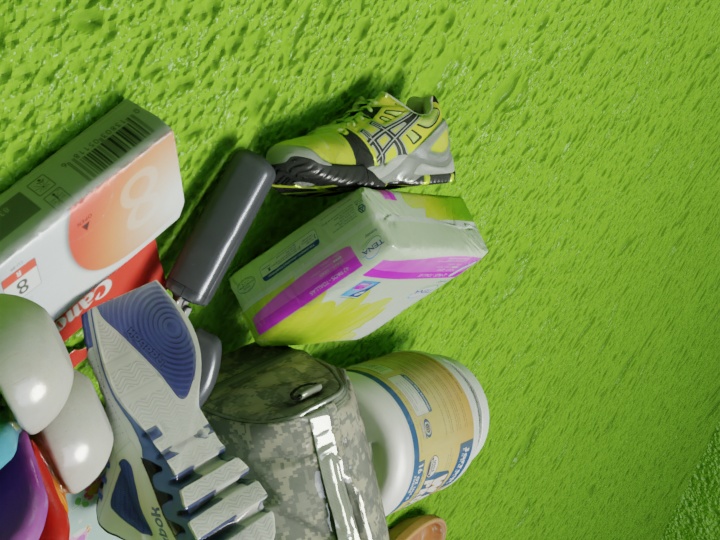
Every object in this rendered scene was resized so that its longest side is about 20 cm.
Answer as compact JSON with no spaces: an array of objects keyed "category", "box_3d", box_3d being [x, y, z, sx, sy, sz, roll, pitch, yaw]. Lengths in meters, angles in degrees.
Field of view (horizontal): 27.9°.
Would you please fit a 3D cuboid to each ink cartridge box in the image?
[{"category":"ink cartridge box","box_3d":[-0.182,0.009,0.950,0.162,0.050,0.201,-43,150,-27]}]

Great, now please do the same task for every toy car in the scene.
[{"category":"toy car","box_3d":[-0.230,0.123,0.832,0.174,0.151,0.201,-23,150,-7]}]

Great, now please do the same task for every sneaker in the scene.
[{"category":"sneaker","box_3d":[-0.004,-0.100,1.145,0.199,0.075,0.077,-8,93,-51]},{"category":"sneaker","box_3d":[-0.145,0.119,0.964,0.080,0.201,0.115,-20,173,-45]}]

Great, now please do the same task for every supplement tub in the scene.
[{"category":"supplement tub","box_3d":[0.029,0.157,1.420,0.199,0.144,0.146,-12,131,-57]}]

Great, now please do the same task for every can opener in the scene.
[{"category":"can opener","box_3d":[-0.105,0.014,1.049,0.201,0.066,0.053,-62,178,-1]}]

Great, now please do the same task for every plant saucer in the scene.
[{"category":"plant saucer","box_3d":[0.037,0.395,1.877,0.200,0.037,0.201,-43,153,-28]}]

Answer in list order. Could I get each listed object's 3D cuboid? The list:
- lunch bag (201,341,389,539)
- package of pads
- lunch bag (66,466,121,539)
[{"category":"lunch bag","box_3d":[-0.054,0.171,1.150,0.138,0.167,0.202,-21,109,-26]},{"category":"package of pads","box_3d":[0.000,0.000,1.195,0.154,0.069,0.199,-34,164,23]},{"category":"lunch bag","box_3d":[-0.219,0.172,1.047,0.161,0.077,0.200,-55,157,5]}]
